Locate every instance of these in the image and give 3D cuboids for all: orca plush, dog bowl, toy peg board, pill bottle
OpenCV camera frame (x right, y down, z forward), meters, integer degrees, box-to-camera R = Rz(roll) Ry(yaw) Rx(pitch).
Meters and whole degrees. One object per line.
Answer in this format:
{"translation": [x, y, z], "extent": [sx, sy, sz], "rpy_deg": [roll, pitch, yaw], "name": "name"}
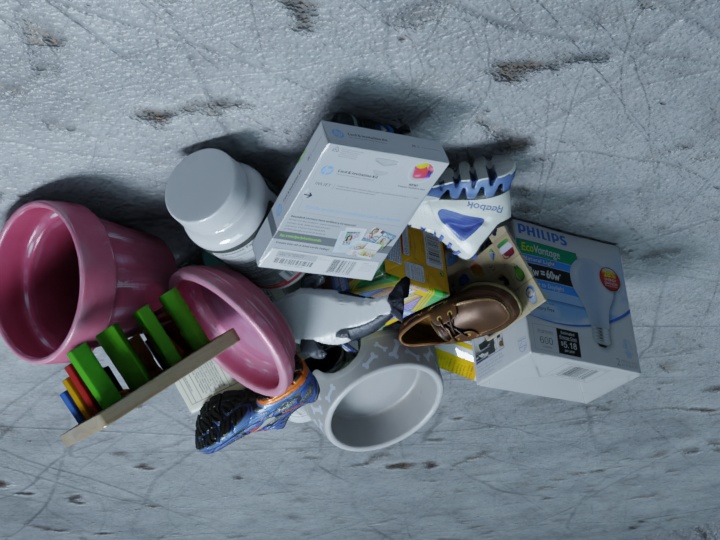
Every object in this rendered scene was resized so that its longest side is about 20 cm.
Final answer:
{"translation": [-0.020, 0.047, 1.610], "extent": [0.200, 0.105, 0.071], "rpy_deg": [-24, 167, 27], "name": "orca plush"}
{"translation": [0.024, 0.171, 1.777], "extent": [0.200, 0.059, 0.200], "rpy_deg": [-15, 137, -15], "name": "dog bowl"}
{"translation": [-0.280, 0.112, 1.583], "extent": [0.200, 0.098, 0.199], "rpy_deg": [-33, -178, -28], "name": "toy peg board"}
{"translation": [0.138, 0.091, 1.851], "extent": [0.200, 0.109, 0.109], "rpy_deg": [20, 156, 8], "name": "pill bottle"}
{"translation": [-0.143, -0.061, 1.560], "extent": [0.114, 0.114, 0.200], "rpy_deg": [-14, 152, 21], "name": "pill bottle"}

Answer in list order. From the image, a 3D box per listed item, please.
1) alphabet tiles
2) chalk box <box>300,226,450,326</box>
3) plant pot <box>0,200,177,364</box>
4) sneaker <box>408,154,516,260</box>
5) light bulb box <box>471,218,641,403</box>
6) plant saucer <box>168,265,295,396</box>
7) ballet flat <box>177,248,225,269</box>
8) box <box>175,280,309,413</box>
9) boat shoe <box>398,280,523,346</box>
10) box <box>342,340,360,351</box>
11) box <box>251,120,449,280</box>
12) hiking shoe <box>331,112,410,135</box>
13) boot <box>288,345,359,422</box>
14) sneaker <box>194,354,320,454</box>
{"translation": [0.146, 0.007, 1.692], "extent": [0.008, 0.167, 0.200], "rpy_deg": [-20, 166, -36], "name": "alphabet tiles"}
{"translation": [0.000, 0.000, 1.698], "extent": [0.124, 0.124, 0.200], "rpy_deg": [19, 145, -40], "name": "chalk box"}
{"translation": [-0.337, 0.016, 1.631], "extent": [0.200, 0.200, 0.179], "rpy_deg": [-25, 162, 39], "name": "plant pot"}
{"translation": [0.097, -0.064, 1.569], "extent": [0.199, 0.081, 0.115], "rpy_deg": [-8, 116, 10], "name": "sneaker"}
{"translation": [0.258, 0.058, 1.765], "extent": [0.198, 0.200, 0.125], "rpy_deg": [12, 149, -30], "name": "light bulb box"}
{"translation": [-0.151, 0.067, 1.604], "extent": [0.201, 0.051, 0.201], "rpy_deg": [36, 153, 22], "name": "plant saucer"}
{"translation": [-0.192, -0.004, 1.751], "extent": [0.200, 0.074, 0.074], "rpy_deg": [-22, 149, 38], "name": "ballet flat"}
{"translation": [-0.161, 0.087, 1.754], "extent": [0.200, 0.128, 0.109], "rpy_deg": [-26, -176, 13], "name": "box"}
{"translation": [0.126, 0.066, 1.666], "extent": [0.200, 0.068, 0.072], "rpy_deg": [-15, 114, 50], "name": "boat shoe"}
{"translation": [-0.101, 0.136, 2.080], "extent": [0.200, 0.032, 0.121], "rpy_deg": [-15, 152, 20], "name": "box"}
{"translation": [-0.014, -0.075, 1.471], "extent": [0.156, 0.041, 0.200], "rpy_deg": [7, 136, -29], "name": "box"}
{"translation": [-0.013, -0.108, 1.523], "extent": [0.087, 0.074, 0.200], "rpy_deg": [6, 153, -18], "name": "hiking shoe"}
{"translation": [-0.022, 0.140, 1.819], "extent": [0.200, 0.074, 0.096], "rpy_deg": [-25, 144, -26], "name": "boot"}
{"translation": [-0.135, 0.189, 1.696], "extent": [0.200, 0.075, 0.078], "rpy_deg": [-31, 133, 20], "name": "sneaker"}
